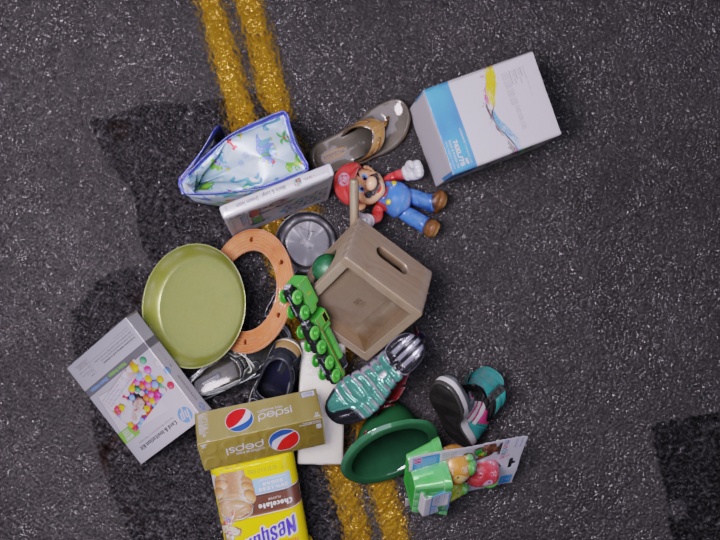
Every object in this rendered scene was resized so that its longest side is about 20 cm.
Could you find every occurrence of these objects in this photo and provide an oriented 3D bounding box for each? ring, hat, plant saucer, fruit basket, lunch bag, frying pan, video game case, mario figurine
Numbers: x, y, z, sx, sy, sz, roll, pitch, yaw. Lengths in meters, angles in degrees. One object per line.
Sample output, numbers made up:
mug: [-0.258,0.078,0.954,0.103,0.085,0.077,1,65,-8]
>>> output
ring: [-0.179,0.034,1.361,0.198,0.019,0.205,-9,76,36]
hat: [0.034,0.239,1.429,0.197,0.167,0.177,-15,48,-12]
plant saucer: [-0.269,0.059,1.369,0.196,0.031,0.204,-2,84,22]
fruit basket: [0.172,0.340,1.382,0.196,0.187,0.095,-5,53,-5]
lunch bag: [-0.193,-0.165,1.346,0.197,0.170,0.129,-25,91,-5]
frying pan: [-0.120,-0.022,1.424,0.189,0.031,0.116,-38,93,-9]
video game case: [-0.132,-0.109,1.336,0.179,0.200,0.024,-22,86,-7]
mario figurine: [0.049,-0.125,1.401,0.197,0.107,0.125,18,42,-13]

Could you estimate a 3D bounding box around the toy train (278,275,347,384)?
toy train: [-0.070,0.094,1.314,0.057,0.041,0.202,-51,130,-38]

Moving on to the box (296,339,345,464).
box: [-0.067,0.219,1.403,0.080,0.068,0.204,3,89,-7]

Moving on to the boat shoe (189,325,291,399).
boat shoe: [-0.199,0.158,1.387,0.199,0.071,0.073,-35,93,-6]

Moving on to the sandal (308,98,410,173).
sandal: [0.001,-0.228,1.427,0.197,0.055,0.083,-25,92,-6]

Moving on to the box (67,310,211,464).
box: [-0.359,0.191,1.352,0.155,0.041,0.201,-36,94,21]

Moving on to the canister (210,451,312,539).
canister: [-0.161,0.391,1.358,0.146,0.087,0.204,-10,102,-6]

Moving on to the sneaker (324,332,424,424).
sneaker: [0.031,0.177,1.360,0.199,0.087,0.075,-39,84,13]

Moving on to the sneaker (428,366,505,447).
sneaker: [0.186,0.204,1.392,0.083,0.201,0.121,26,65,32]

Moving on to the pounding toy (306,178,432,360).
pounding toy: [0.000,0.000,1.349,0.199,0.184,0.143,36,40,-14]

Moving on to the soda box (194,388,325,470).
soda box: [-0.157,0.249,1.310,0.196,0.064,0.069,-10,131,-7]

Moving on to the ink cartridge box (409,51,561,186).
ink cartridge box: [0.206,-0.252,1.406,0.197,0.147,0.148,-21,90,-6]

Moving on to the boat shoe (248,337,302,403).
boat shoe: [-0.146,0.206,1.368,0.073,0.062,0.203,21,115,2]
